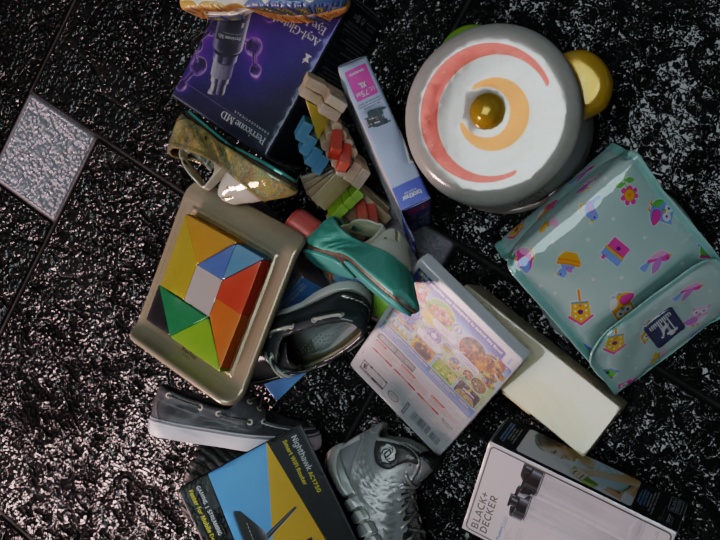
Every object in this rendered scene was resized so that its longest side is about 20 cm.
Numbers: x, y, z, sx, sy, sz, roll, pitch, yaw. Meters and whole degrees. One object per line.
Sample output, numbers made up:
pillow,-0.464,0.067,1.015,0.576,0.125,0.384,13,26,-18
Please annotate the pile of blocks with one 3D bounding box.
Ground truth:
pile of blocks,-0.029,-0.111,1.104,0.081,0.062,0.202,-22,116,3

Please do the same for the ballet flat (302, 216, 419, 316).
ballet flat,0.009,-0.017,1.036,0.071,0.067,0.199,-52,35,-7

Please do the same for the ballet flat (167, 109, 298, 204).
ballet flat,-0.146,-0.111,1.129,0.199,0.070,0.071,34,100,35

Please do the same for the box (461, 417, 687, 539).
box,0.212,0.248,1.033,0.198,0.060,0.118,25,118,20

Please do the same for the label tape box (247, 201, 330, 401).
label tape box,-0.120,0.030,1.182,0.144,0.063,0.201,-43,74,14

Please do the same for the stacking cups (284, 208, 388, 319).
stacking cups,0.000,0.000,1.138,0.200,0.060,0.061,41,101,15

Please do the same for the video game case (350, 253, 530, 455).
video game case,0.076,0.093,1.067,0.143,0.018,0.201,45,138,12

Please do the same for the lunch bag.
lunch bag,0.258,0.005,1.010,0.170,0.122,0.200,-39,99,7

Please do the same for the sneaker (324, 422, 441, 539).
sneaker,0.051,0.255,1.103,0.115,0.075,0.201,-36,76,16

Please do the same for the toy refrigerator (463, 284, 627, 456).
toy refrigerator,0.174,0.103,1.064,0.199,0.076,0.070,40,101,17

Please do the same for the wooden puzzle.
wooden puzzle,-0.166,0.020,1.127,0.184,0.037,0.202,28,96,34

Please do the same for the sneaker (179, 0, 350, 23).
sneaker,-0.102,-0.312,1.074,0.197,0.075,0.090,8,90,20

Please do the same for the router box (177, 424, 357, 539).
router box,-0.085,0.288,1.087,0.148,0.051,0.202,-27,85,-9

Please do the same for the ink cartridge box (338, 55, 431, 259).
ink cartridge box,0.034,-0.117,1.101,0.041,0.119,0.202,-21,79,1

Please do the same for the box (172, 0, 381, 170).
box,-0.094,-0.240,1.163,0.147,0.104,0.202,32,98,18

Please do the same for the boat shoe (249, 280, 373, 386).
boat shoe,-0.072,0.080,1.109,0.199,0.061,0.075,-35,120,29

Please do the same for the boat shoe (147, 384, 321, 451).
boat shoe,-0.140,0.163,1.159,0.197,0.070,0.067,7,92,1

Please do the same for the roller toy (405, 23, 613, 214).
roller toy,0.145,-0.152,1.051,0.198,0.140,0.185,22,96,19

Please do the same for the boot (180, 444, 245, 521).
boot,-0.138,0.310,1.167,0.156,0.079,0.214,13,82,13
